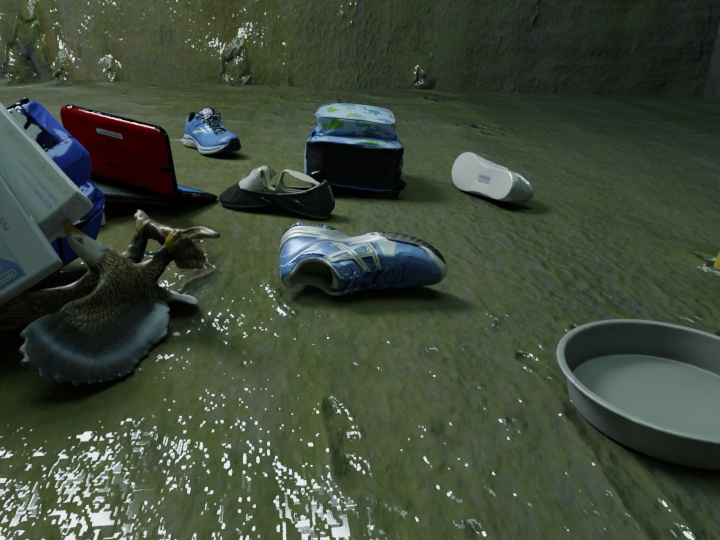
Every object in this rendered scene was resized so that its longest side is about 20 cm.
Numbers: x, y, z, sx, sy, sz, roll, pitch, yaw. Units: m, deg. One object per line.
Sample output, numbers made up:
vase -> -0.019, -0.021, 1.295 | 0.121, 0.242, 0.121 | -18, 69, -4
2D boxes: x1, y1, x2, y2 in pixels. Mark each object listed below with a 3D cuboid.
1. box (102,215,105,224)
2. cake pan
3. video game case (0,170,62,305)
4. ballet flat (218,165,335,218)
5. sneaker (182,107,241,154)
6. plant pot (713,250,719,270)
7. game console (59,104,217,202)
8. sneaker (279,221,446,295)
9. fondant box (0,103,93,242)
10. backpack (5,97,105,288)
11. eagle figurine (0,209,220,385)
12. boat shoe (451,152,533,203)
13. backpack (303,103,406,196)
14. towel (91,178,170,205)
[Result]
box -> -0.490, -0.080, 0.928 | 0.200, 0.036, 0.144 | 15, 25, 23
cake pan -> 0.269, 0.101, 0.563 | 0.200, 0.037, 0.200 | 3, 22, -1
video game case -> -0.385, -0.024, 0.539 | 0.200, 0.183, 0.022 | -35, -2, -10
ballet flat -> -0.134, -0.131, 1.050 | 0.199, 0.069, 0.068 | 8, 23, 13
sneaker -> -0.332, -0.307, 1.432 | 0.078, 0.089, 0.200 | -18, 30, -39
plant pot -> 0.618, -0.064, 0.827 | 0.199, 0.177, 0.200 | -9, 25, -26
game console -> -0.347, -0.184, 1.041 | 0.200, 0.173, 0.119 | 16, 39, 19
sneaker -> 0.000, 0.000, 0.762 | 0.199, 0.076, 0.077 | 5, 44, 6
fondant box -> -0.371, -0.051, 0.585 | 0.200, 0.144, 0.058 | -43, 1, -9
backpack -> -0.393, -0.062, 0.699 | 0.168, 0.163, 0.200 | 43, 50, 5
eagle figurine -> -0.252, 0.021, 0.628 | 0.200, 0.151, 0.152 | -52, 8, -29
boat shoe -> 0.239, -0.166, 1.190 | 0.068, 0.072, 0.200 | 16, 7, -29
backpack -> -0.010, -0.231, 1.209 | 0.182, 0.147, 0.200 | 4, 19, -4
towel -> -0.421, -0.135, 1.053 | 0.200, 0.022, 0.146 | 21, 15, 35
